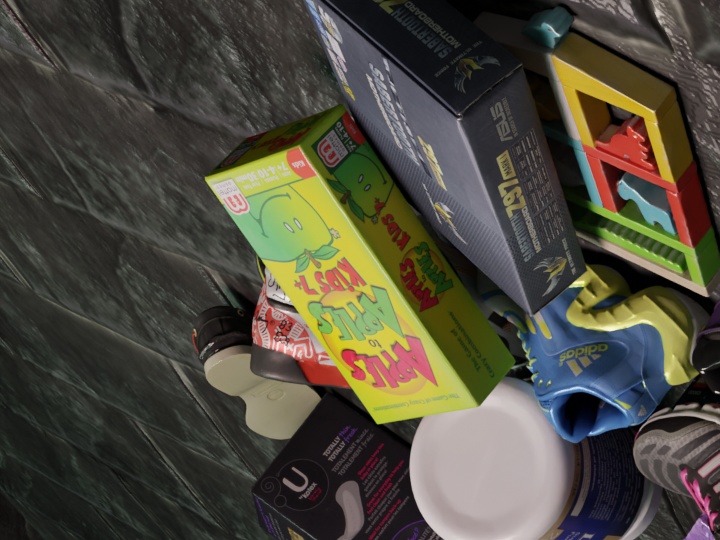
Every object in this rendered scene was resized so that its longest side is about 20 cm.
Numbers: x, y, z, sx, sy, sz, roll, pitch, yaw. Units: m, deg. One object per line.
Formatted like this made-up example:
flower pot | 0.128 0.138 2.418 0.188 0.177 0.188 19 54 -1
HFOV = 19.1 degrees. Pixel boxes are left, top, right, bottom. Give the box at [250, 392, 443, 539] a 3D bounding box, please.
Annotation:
box | 0.015 0.226 1.936 0.200 0.122 0.106 35 162 16

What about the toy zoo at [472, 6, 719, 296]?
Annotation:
toy zoo | 0.129 -0.073 1.188 0.131 0.020 0.200 28 158 34

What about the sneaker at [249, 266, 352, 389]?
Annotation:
sneaker | 0.023 0.033 1.561 0.200 0.108 0.067 7 -173 -5

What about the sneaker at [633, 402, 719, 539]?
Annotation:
sneaker | 0.228 0.143 1.270 0.200 0.088 0.074 21 153 46

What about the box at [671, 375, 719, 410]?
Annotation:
box | 0.295 0.122 1.291 0.137 0.038 0.200 47 160 -21

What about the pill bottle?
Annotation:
pill bottle | 0.125 0.137 1.441 0.115 0.116 0.200 28 -174 30

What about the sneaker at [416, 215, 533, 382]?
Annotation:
sneaker | 0.082 0.030 1.465 0.073 0.080 0.200 -15 144 35

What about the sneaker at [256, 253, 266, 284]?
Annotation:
sneaker | -0.004 0.043 1.639 0.200 0.074 0.081 43 164 -5

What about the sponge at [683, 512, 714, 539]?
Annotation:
sponge | 0.320 0.243 1.536 0.200 0.030 0.112 36 161 13

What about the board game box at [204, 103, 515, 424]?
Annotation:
board game box | 0.000 0.000 1.334 0.101 0.048 0.200 -15 115 50

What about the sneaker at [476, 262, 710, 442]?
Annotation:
sneaker | 0.124 0.045 1.337 0.200 0.105 0.076 14 148 52

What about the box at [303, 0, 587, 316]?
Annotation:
box | 0.048 -0.083 1.223 0.158 0.051 0.200 44 168 35

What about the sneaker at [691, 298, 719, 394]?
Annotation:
sneaker | 0.264 0.058 1.124 0.200 0.088 0.076 17 151 49

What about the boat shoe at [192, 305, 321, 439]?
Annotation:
boat shoe | -0.089 0.094 1.939 0.201 0.073 0.063 50 -163 -55
